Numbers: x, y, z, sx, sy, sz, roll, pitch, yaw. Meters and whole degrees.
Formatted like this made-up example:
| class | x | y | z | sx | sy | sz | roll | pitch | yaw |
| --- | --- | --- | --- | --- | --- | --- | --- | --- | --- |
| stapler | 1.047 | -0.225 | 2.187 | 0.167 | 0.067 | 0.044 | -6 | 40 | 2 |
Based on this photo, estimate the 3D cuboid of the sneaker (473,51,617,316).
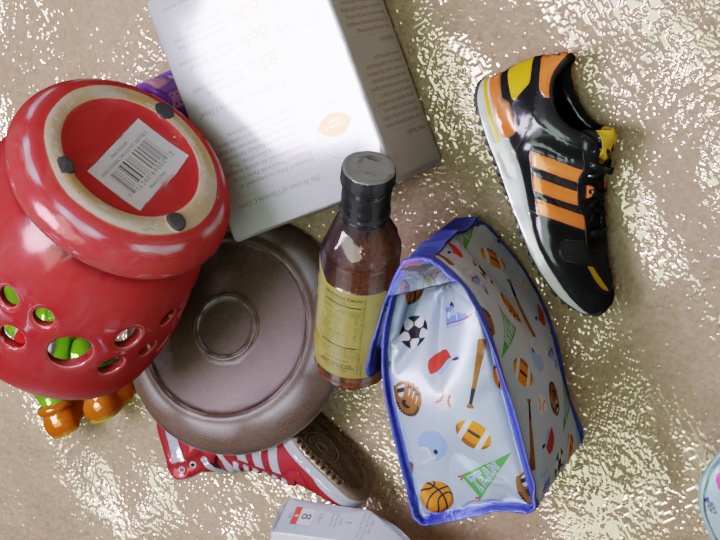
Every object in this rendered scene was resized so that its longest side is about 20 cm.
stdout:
| class | x | y | z | sx | sy | sz | roll | pitch | yaw |
| --- | --- | --- | --- | --- | --- | --- | --- | --- | --- |
| sneaker | 0.160 | -0.066 | 1.273 | 0.089 | 0.070 | 0.202 | -23 | 90 | 29 |

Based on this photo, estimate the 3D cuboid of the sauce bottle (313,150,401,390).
| class | x | y | z | sx | sy | sz | roll | pitch | yaw |
| --- | --- | --- | --- | --- | --- | --- | --- | --- | --- |
| sauce bottle | 0.000 | 0.000 | 1.280 | 0.065 | 0.066 | 0.202 | 21 | 132 | 17 |

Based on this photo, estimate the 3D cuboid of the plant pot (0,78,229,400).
| class | x | y | z | sx | sy | sz | roll | pitch | yaw |
| --- | --- | --- | --- | --- | --- | --- | --- | --- | --- |
| plant pot | -0.210 | -0.033 | 1.285 | 0.200 | 0.200 | 0.183 | 44 | 132 | 8 |

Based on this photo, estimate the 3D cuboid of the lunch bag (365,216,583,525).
| class | x | y | z | sx | sy | sz | roll | pitch | yaw |
| --- | --- | --- | --- | --- | --- | --- | --- | --- | --- |
| lunch bag | 0.081 | 0.069 | 1.285 | 0.122 | 0.170 | 0.202 | -11 | 99 | 19 |

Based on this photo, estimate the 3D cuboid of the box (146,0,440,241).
| class | x | y | z | sx | sy | sz | roll | pitch | yaw |
| --- | --- | --- | --- | --- | --- | --- | --- | --- | --- |
| box | -0.050 | -0.146 | 1.324 | 0.151 | 0.106 | 0.202 | -18 | 94 | 25 |

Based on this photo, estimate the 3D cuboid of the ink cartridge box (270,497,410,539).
| class | x | y | z | sx | sy | sz | roll | pitch | yaw |
| --- | --- | --- | --- | --- | --- | --- | --- | --- | --- |
| ink cartridge box | 0.032 | 0.269 | 1.392 | 0.197 | 0.050 | 0.164 | 4 | 127 | 16 |

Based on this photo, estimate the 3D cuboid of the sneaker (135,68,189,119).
| class | x | y | z | sx | sy | sz | roll | pitch | yaw |
| --- | --- | --- | --- | --- | --- | --- | --- | --- | --- |
| sneaker | -0.200 | -0.108 | 1.407 | 0.199 | 0.088 | 0.081 | -30 | 91 | 27 |

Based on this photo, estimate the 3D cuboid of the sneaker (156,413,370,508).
| class | x | y | z | sx | sy | sz | roll | pitch | yaw |
| --- | --- | --- | --- | --- | --- | --- | --- | --- | --- |
| sneaker | -0.088 | 0.157 | 1.430 | 0.200 | 0.071 | 0.113 | 41 | 110 | 18 |

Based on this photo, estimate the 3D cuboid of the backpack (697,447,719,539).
| class | x | y | z | sx | sy | sz | roll | pitch | yaw |
| --- | --- | --- | --- | --- | --- | --- | --- | --- | --- |
| backpack | 0.346 | 0.160 | 1.212 | 0.199 | 0.150 | 0.178 | -38 | 88 | 30 |

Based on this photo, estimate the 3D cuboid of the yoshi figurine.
| class | x | y | z | sx | sy | sz | roll | pitch | yaw |
| --- | --- | --- | --- | --- | --- | --- | --- | --- | --- |
| yoshi figurine | -0.277 | 0.037 | 1.485 | 0.112 | 0.112 | 0.202 | 7 | 127 | 62 |

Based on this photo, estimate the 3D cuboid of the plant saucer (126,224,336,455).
| class | x | y | z | sx | sy | sz | roll | pitch | yaw |
| --- | --- | --- | --- | --- | --- | --- | --- | --- | --- |
| plant saucer | -0.107 | 0.049 | 1.392 | 0.198 | 0.032 | 0.203 | -4 | 77 | 16 |
